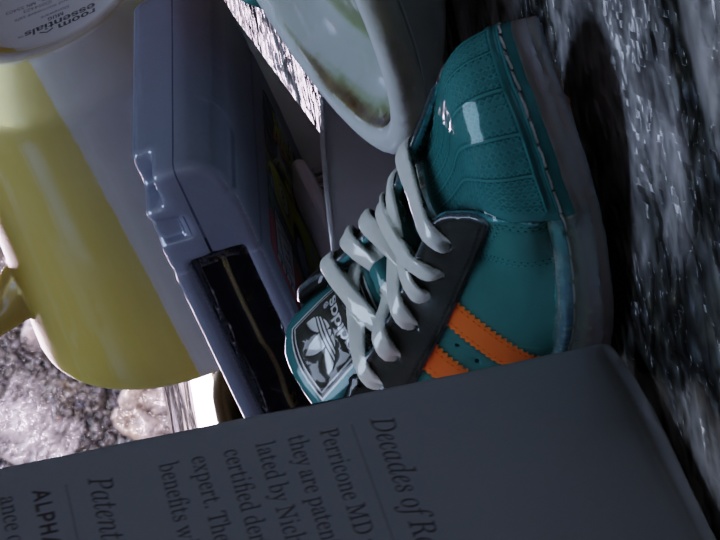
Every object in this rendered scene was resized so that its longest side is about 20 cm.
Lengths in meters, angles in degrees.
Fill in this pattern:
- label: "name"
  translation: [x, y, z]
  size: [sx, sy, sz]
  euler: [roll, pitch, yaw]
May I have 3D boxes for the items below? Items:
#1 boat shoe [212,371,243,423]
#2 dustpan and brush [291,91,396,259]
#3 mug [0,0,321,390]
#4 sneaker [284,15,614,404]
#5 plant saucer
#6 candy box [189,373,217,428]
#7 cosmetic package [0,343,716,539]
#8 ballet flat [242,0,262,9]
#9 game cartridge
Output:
- label: "boat shoe"
  translation: [-0.031, 0.105, 1.233]
  size: [0.072, 0.065, 0.200]
  euler: [-60, 24, 26]
- label: "dustpan and brush"
  translation: [0.000, 0.000, 0.956]
  size: [0.200, 0.057, 0.140]
  euler: [-111, 13, -55]
- label: "mug"
  translation: [-0.106, -0.044, 1.108]
  size: [0.149, 0.187, 0.153]
  euler: [13, 143, 38]
- label: "sneaker"
  translation: [0.020, 0.012, 0.743]
  size: [0.200, 0.080, 0.072]
  euler: [90, 167, -53]
- label: "plant saucer"
  translation: [-0.019, -0.133, 0.839]
  size: [0.200, 0.050, 0.200]
  euler: [58, 172, 13]
- label: "candy box"
  translation: [-0.051, 0.102, 1.473]
  size: [0.200, 0.061, 0.137]
  euler: [119, 140, -77]
- label: "cosmetic package"
  translation: [-0.006, 0.145, 0.671]
  size: [0.165, 0.199, 0.165]
  euler: [-113, 14, -52]
- label: "ballet flat"
  translation: [-0.040, -0.153, 1.089]
  size: [0.200, 0.067, 0.067]
  euler: [-128, 49, -68]
- label: "game cartridge"
  translation: [-0.034, -0.001, 1.014]
  size: [0.133, 0.041, 0.200]
  euler: [-102, -9, -52]
